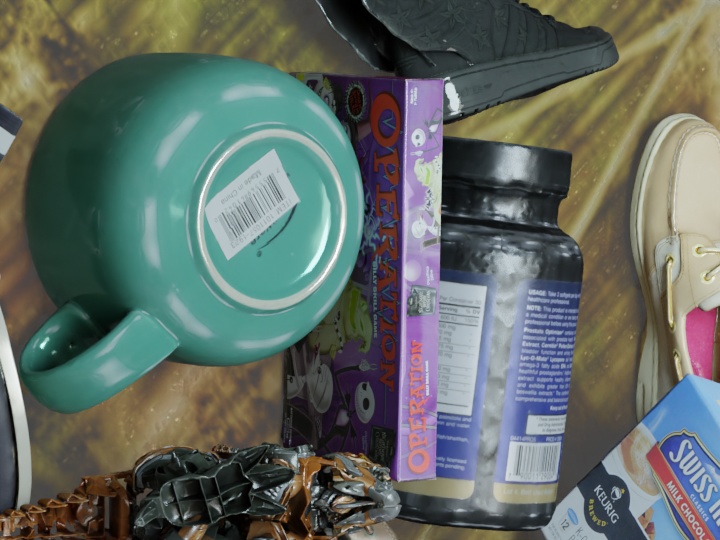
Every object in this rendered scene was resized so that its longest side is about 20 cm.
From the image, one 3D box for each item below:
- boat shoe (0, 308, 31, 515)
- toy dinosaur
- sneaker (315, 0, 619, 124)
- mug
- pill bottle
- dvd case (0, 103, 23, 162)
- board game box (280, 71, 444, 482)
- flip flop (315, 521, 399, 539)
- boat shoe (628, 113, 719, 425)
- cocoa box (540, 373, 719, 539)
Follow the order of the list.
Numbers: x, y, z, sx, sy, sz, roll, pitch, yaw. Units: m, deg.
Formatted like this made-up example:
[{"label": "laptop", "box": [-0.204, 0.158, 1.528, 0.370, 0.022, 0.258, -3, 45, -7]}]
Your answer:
[{"label": "boat shoe", "box": [-0.199, 0.035, 1.264, 0.062, 0.073, 0.201, -16, 120, -17]}, {"label": "toy dinosaur", "box": [-0.078, 0.125, 1.284, 0.199, 0.136, 0.103, -23, 107, -8]}, {"label": "sneaker", "box": [0.059, -0.138, 1.433, 0.199, 0.060, 0.105, -21, 91, -46]}, {"label": "mug", "box": [-0.076, -0.014, 1.321, 0.151, 0.114, 0.186, 9, 90, -36]}, {"label": "pill bottle", "box": [0.060, 0.032, 1.425, 0.111, 0.112, 0.201, 6, 92, -36]}, {"label": "dvd case", "box": [-0.262, -0.024, 1.249, 0.148, 0.016, 0.201, 36, 75, -32]}, {"label": "board game box", "box": [0.000, 0.000, 1.374, 0.032, 0.120, 0.201, -2, 96, -35]}, {"label": "flip flop", "box": [0.000, 0.152, 1.393, 0.199, 0.081, 0.058, 9, 54, -3]}, {"label": "boat shoe", "box": [0.202, 0.011, 1.549, 0.073, 0.069, 0.201, -8, 100, -35]}, {"label": "cocoa box", "box": [0.227, 0.162, 1.501, 0.199, 0.134, 0.131, 18, 123, -44]}]
